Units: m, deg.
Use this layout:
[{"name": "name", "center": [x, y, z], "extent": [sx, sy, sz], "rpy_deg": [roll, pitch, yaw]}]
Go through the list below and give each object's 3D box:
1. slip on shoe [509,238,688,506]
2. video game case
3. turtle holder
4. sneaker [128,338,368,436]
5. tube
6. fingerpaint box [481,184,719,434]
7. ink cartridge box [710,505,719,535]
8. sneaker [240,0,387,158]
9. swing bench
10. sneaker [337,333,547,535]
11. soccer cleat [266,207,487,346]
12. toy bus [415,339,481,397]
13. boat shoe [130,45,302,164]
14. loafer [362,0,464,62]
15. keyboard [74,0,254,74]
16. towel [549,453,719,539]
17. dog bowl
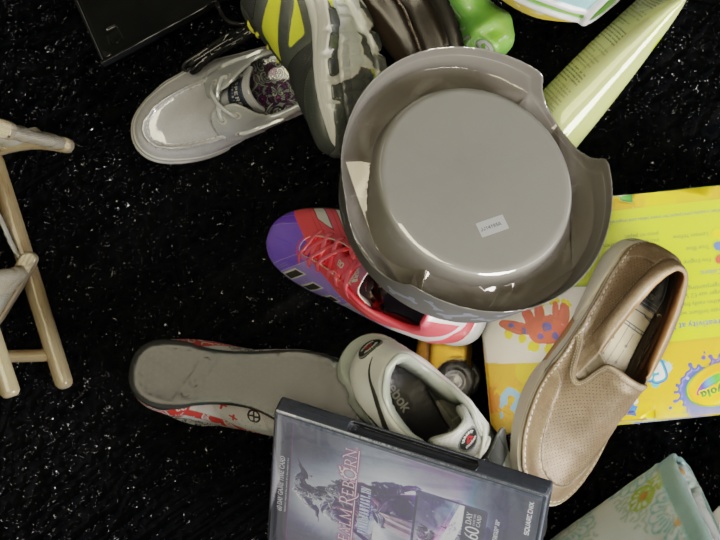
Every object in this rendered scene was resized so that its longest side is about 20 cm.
[{"name": "slip on shoe", "center": [0.171, 0.075, 1.659], "extent": [0.076, 0.060, 0.201], "rpy_deg": [30, 87, -32]}, {"name": "video game case", "center": [0.031, 0.170, 1.668], "extent": [0.199, 0.019, 0.143], "rpy_deg": [16, 135, 11]}, {"name": "turtle holder", "center": [0.134, -0.238, 1.713], "extent": [0.185, 0.141, 0.132], "rpy_deg": [-41, 87, 3]}, {"name": "sneaker", "center": [-0.070, 0.090, 1.749], "extent": [0.200, 0.108, 0.068], "rpy_deg": [10, 85, 0]}, {"name": "tube", "center": [0.170, -0.136, 1.745], "extent": [0.200, 0.052, 0.058], "rpy_deg": [-49, 56, 6]}, {"name": "fingerpaint box", "center": [0.188, 0.030, 1.736], "extent": [0.198, 0.073, 0.168], "rpy_deg": [-7, 88, 7]}, {"name": "ink cartridge box", "center": [0.287, 0.244, 1.681], "extent": [0.200, 0.146, 0.085], "rpy_deg": [-43, 125, 3]}, {"name": "sneaker", "center": [-0.039, -0.175, 1.715], "extent": [0.084, 0.074, 0.202], "rpy_deg": [-16, 78, 35]}, {"name": "swing bench", "center": [-0.290, -0.010, 1.725], "extent": [0.129, 0.199, 0.202], "rpy_deg": [-1, 89, 6]}, {"name": "sneaker", "center": [0.066, 0.130, 1.670], "extent": [0.200, 0.088, 0.074], "rpy_deg": [46, 78, -13]}, {"name": "soccer cleat", "center": [0.000, 0.000, 1.728], "extent": [0.199, 0.073, 0.069], "rpy_deg": [25, 99, 33]}, {"name": "toy bus", "center": [0.046, 0.148, 1.755], "extent": [0.078, 0.065, 0.202], "rpy_deg": [2, 90, 8]}, {"name": "boat shoe", "center": [-0.081, -0.132, 1.770], "extent": [0.199, 0.069, 0.073], "rpy_deg": [-14, 88, 6]}, {"name": "loafer", "center": [0.025, -0.196, 1.756], "extent": [0.071, 0.073, 0.201], "rpy_deg": [-16, 77, -8]}, {"name": "keyboard", "center": [-0.112, -0.210, 1.786], "extent": [0.199, 0.021, 0.128], "rpy_deg": [-28, 63, 6]}, {"name": "towel", "center": [0.188, 0.244, 1.673], "extent": [0.171, 0.201, 0.048], "rpy_deg": [-35, 127, 16]}, {"name": "dog bowl", "center": [0.075, -0.054, 1.656], "extent": [0.199, 0.059, 0.202], "rpy_deg": [5, 67, -13]}]
